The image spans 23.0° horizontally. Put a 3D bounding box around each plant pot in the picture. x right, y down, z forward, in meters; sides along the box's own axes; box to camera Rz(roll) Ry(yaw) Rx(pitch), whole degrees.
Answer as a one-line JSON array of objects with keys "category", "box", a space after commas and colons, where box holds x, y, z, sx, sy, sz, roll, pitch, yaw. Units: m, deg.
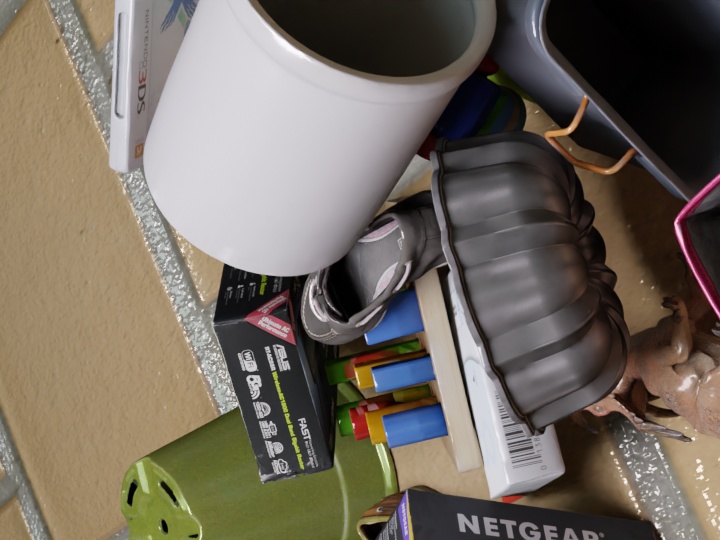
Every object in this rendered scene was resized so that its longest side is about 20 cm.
[{"category": "plant pot", "box": [-0.101, 0.200, 1.560, 0.200, 0.190, 0.200, 21, 118, 46]}]

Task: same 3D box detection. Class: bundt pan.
[{"category": "bundt pan", "box": [0.115, 0.000, 1.119, 0.076, 0.202, 0.202, -18, 88, 15]}]

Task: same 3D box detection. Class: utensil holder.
[{"category": "utensil holder", "box": [-0.032, -0.114, 1.095, 0.170, 0.170, 0.200, 57, 143, 22]}]

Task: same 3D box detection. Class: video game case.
[{"category": "video game case", "box": [-0.139, -0.194, 1.467, 0.022, 0.200, 0.182, 18, 119, 23]}]

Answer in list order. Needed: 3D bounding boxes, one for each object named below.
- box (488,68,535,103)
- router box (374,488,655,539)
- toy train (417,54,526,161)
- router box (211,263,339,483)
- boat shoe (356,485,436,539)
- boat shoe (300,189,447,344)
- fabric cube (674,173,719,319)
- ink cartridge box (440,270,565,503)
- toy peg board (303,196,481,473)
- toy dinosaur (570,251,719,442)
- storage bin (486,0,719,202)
[{"category": "box", "box": [0.054, -0.190, 1.286, 0.200, 0.122, 0.048, 28, 81, 43]}, {"category": "router box", "box": [0.100, 0.239, 1.314, 0.052, 0.200, 0.157, -97, 24, -43]}, {"category": "toy train", "box": [0.022, -0.151, 1.247, 0.200, 0.116, 0.085, 35, 101, 22]}, {"category": "router box", "box": [-0.065, 0.055, 1.450, 0.200, 0.062, 0.150, -87, -15, -62]}, {"category": "boat shoe", "box": [0.079, 0.231, 1.441, 0.200, 0.068, 0.072, 8, 107, 49]}, {"category": "boat shoe", "box": [0.000, 0.000, 1.216, 0.200, 0.057, 0.067, -38, 70, 50]}, {"category": "fabric cube", "box": [0.328, -0.015, 0.930, 0.196, 0.199, 0.200, 61, 141, 16]}, {"category": "ink cartridge box", "box": [0.090, 0.091, 1.315, 0.200, 0.047, 0.160, 119, 138, -73]}, {"category": "toy peg board", "box": [0.016, 0.052, 1.354, 0.199, 0.098, 0.200, -115, 11, -87]}, {"category": "toy dinosaur", "box": [0.230, 0.079, 1.186, 0.200, 0.086, 0.136, 31, 125, 37]}, {"category": "storage bin", "box": [0.151, -0.135, 1.114, 0.146, 0.200, 0.134, -56, 32, -10]}]
